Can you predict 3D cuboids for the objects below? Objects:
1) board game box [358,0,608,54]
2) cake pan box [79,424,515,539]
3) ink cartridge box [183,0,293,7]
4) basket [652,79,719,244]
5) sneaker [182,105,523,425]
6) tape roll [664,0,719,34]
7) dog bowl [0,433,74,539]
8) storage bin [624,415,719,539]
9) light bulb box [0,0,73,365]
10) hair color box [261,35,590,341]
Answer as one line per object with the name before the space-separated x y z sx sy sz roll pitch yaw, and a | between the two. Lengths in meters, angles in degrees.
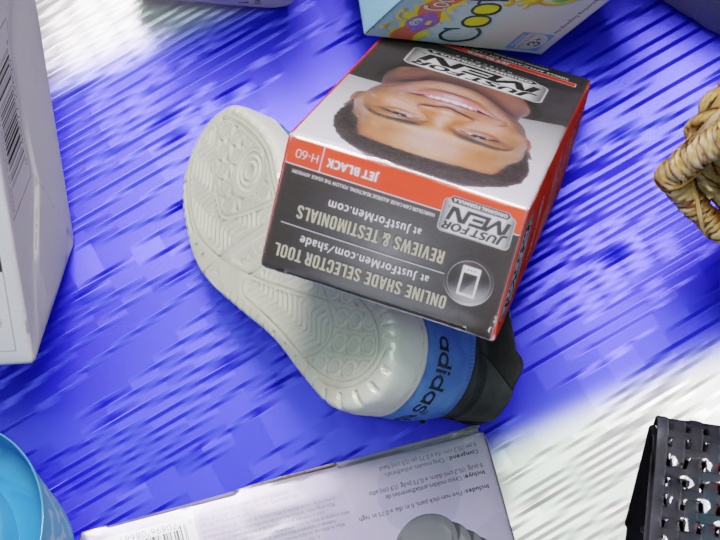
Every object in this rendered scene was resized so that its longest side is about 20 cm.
board game box | 0.054 -0.216 0.870 0.102 0.105 0.201 2 69 -31
cake pan box | -0.015 0.182 0.824 0.199 0.052 0.185 -14 76 -15
ink cartridge box | -0.065 -0.241 0.883 0.084 0.146 0.202 0 77 -11
basket | 0.256 -0.039 0.796 0.200 0.143 0.149 38 81 -21
sneaker | -0.001 0.001 0.879 0.077 0.111 0.200 -58 45 17
tape roll | 0.210 -0.212 0.907 0.199 0.066 0.202 -1 79 4
dog bowl | -0.209 0.114 0.840 0.199 0.050 0.112 19 74 31
storage bin | 0.149 0.176 0.767 0.093 0.136 0.201 7 56 5
light bulb box | -0.244 -0.066 0.832 0.198 0.125 0.199 -4 116 3
hair color box | 0.035 -0.046 0.816 0.101 0.200 0.062 18 114 6
